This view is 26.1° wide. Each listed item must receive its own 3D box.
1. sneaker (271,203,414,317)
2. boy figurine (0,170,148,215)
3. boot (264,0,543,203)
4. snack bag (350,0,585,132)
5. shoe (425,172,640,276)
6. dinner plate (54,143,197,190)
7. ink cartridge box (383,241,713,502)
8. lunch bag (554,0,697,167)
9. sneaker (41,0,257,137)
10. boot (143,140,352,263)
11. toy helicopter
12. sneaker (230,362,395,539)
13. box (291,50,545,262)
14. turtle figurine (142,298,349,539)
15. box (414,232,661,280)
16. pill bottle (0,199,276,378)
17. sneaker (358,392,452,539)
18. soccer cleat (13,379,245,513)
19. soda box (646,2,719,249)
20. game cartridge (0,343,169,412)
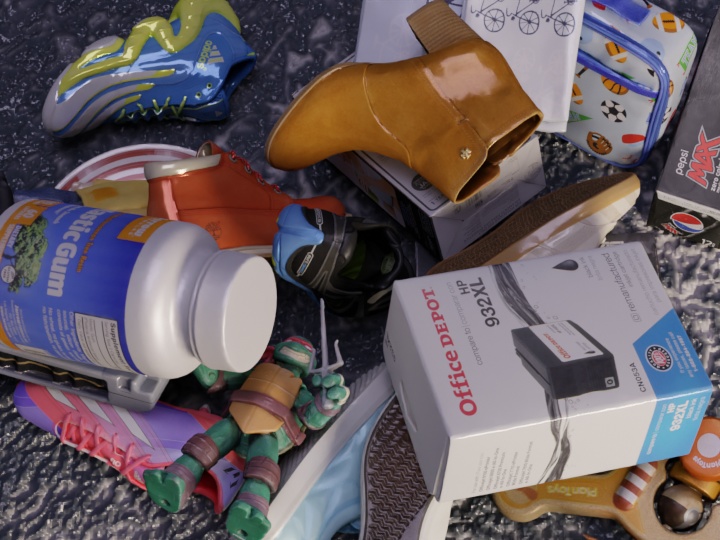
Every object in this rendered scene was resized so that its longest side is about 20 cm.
[{"bbox_3d":[0.000,0.000,1.196,0.082,0.199,0.072,12,83,23],"label":"sneaker"},{"bbox_3d":[-0.197,-0.050,1.249,0.197,0.065,0.124,-4,19,-14],"label":"boy figurine"},{"bbox_3d":[0.031,-0.103,1.202,0.200,0.071,0.145,-38,64,9],"label":"boot"},{"bbox_3d":[0.085,-0.215,1.240,0.198,0.021,0.191,9,90,23],"label":"snack bag"},{"bbox_3d":[0.140,-0.016,1.220,0.199,0.070,0.054,-30,108,-15],"label":"shoe"},{"bbox_3d":[-0.180,-0.014,1.300,0.197,0.024,0.203,-1,65,3],"label":"dinner plate"},{"bbox_3d":[0.130,0.070,1.124,0.197,0.084,0.146,-9,51,-13],"label":"ink cartridge box"},{"bbox_3d":[0.175,-0.185,1.290,0.199,0.161,0.076,31,64,16],"label":"lunch bag"},{"bbox_3d":[-0.174,-0.160,1.342,0.199,0.076,0.105,-39,69,-16],"label":"sneaker"},{"bbox_3d":[-0.087,-0.054,1.235,0.199,0.075,0.109,-12,91,-43],"label":"boot"},{"bbox_3d":[0.197,0.181,1.176,0.197,0.079,0.134,1,73,15],"label":"toy helicopter"},{"bbox_3d":[-0.014,0.159,1.196,0.082,0.074,0.200,45,66,-11],"label":"sneaker"},{"bbox_3d":[0.047,-0.109,1.286,0.116,0.060,0.200,-37,52,-14],"label":"box"},{"bbox_3d":[-0.073,0.098,1.151,0.148,0.101,0.201,7,50,25],"label":"turtle figurine"},{"bbox_3d":[0.143,0.053,1.239,0.197,0.050,0.160,-2,64,2],"label":"box"},{"bbox_3d":[-0.165,0.015,1.114,0.198,0.112,0.113,8,64,23],"label":"pill bottle"},{"bbox_3d":[0.033,0.178,1.162,0.072,0.085,0.202,13,70,13],"label":"sneaker"},{"bbox_3d":[-0.181,0.130,1.205,0.197,0.067,0.077,14,50,4],"label":"soccer cleat"},{"bbox_3d":[0.304,-0.124,1.311,0.070,0.064,0.202,18,67,11],"label":"soda box"},{"bbox_3d":[-0.227,0.034,1.221,0.198,0.041,0.134,15,47,13],"label":"game cartridge"}]
